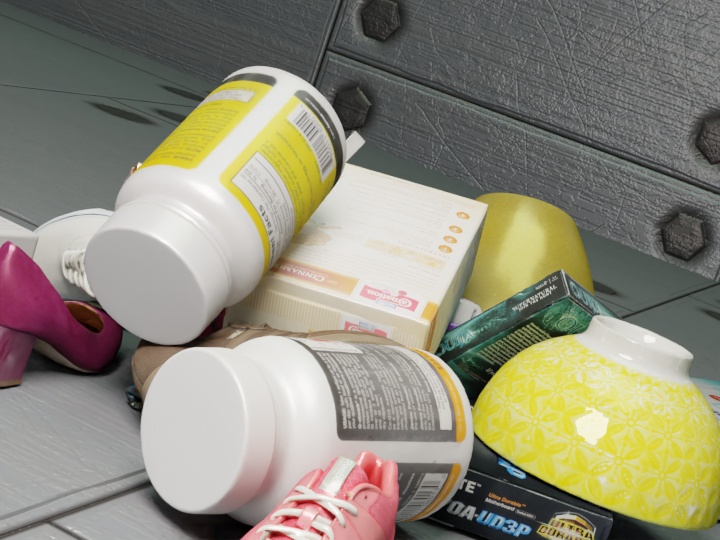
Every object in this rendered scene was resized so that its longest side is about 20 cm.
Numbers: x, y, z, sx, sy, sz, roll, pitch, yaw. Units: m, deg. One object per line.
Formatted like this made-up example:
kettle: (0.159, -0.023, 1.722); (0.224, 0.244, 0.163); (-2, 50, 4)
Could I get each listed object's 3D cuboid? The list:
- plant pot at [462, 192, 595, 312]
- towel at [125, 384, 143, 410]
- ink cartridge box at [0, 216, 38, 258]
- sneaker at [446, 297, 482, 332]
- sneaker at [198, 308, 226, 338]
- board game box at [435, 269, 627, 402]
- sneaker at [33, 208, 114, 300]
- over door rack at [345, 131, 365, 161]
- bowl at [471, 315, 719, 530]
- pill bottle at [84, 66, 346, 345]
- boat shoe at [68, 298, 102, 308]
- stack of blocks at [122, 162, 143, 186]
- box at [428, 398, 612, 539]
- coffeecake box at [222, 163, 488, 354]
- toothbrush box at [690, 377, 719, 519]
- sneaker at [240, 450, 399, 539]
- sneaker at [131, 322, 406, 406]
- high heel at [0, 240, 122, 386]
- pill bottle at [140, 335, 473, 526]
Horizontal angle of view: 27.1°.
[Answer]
plant pot: (0.137, 0.012, 1.402); (0.198, 0.143, 0.200); (15, -17, 4)
towel: (-0.056, 0.086, 1.093); (0.146, 0.022, 0.200); (23, 28, 24)
ink cartridge box: (-0.356, -0.024, 1.064); (0.199, 0.085, 0.144); (24, 11, 26)
sneaker: (0.106, 0.102, 1.299); (0.080, 0.089, 0.200); (-16, -35, 32)
sneaker: (-0.120, 0.041, 1.203); (0.087, 0.074, 0.200); (-8, 12, 31)
board game box: (0.161, 0.079, 1.213); (0.200, 0.135, 0.028); (35, 34, -44)
sneaker: (-0.191, -0.008, 1.132); (0.199, 0.074, 0.071); (-2, 10, 31)
over door rack: (-0.012, -0.034, 1.336); (0.148, 0.067, 0.200); (45, -23, -12)
bowl: (0.189, 0.097, 1.103); (0.199, 0.108, 0.200); (19, 9, -3)
pill bottle: (-0.099, -0.046, 1.036); (0.114, 0.115, 0.200); (22, 43, 14)
boat shoe: (-0.173, 0.004, 1.279); (0.074, 0.074, 0.199); (26, 12, 36)
stack of blocks: (-0.172, -0.047, 1.412); (0.114, 0.059, 0.200); (12, -7, -13)
box: (0.100, 0.148, 1.106); (0.158, 0.046, 0.200); (20, 10, 3)
coffeecake box: (0.000, 0.000, 1.162); (0.152, 0.074, 0.200); (17, 32, 10)
toothbrush box: (0.329, 0.160, 1.355); (0.199, 0.086, 0.146); (9, 14, -39)
sneaker: (-0.031, 0.141, 0.790); (0.073, 0.087, 0.200); (21, 10, 17)
sneaker: (-0.060, 0.060, 1.034); (0.198, 0.071, 0.076); (-2, 32, -25)
high heel: (-0.209, 0.022, 1.057); (0.067, 0.097, 0.200); (20, 10, 10)
pill bottle: (-0.030, 0.100, 0.923); (0.199, 0.117, 0.116); (9, 15, -47)
